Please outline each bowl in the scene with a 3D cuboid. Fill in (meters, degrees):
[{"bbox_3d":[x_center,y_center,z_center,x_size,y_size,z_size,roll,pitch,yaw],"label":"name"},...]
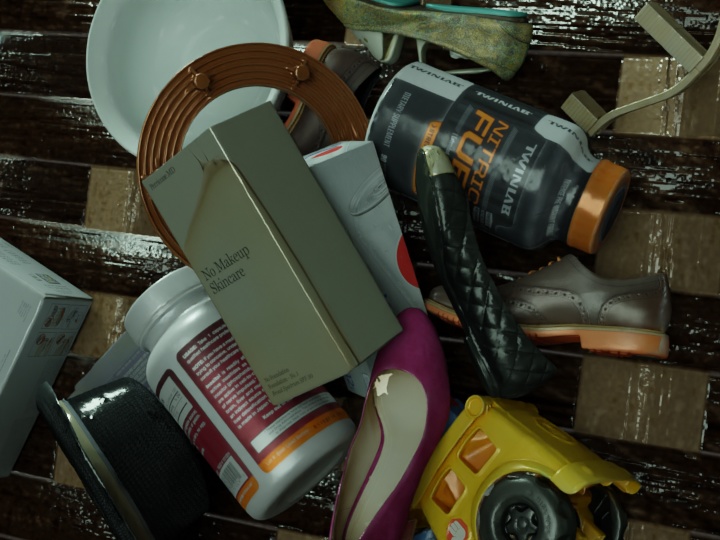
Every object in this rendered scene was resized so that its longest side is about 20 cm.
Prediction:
[{"bbox_3d":[-0.136,-0.186,1.004,0.199,0.090,0.203,-1,87,21],"label":"bowl"}]

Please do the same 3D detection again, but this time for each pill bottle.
[{"bbox_3d":[-0.103,0.095,0.933,0.113,0.113,0.200,-44,74,13],"label":"pill bottle"},{"bbox_3d":[0.110,-0.084,0.897,0.199,0.106,0.107,25,96,20],"label":"pill bottle"}]

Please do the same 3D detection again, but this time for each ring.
[{"bbox_3d":[-0.083,-0.085,0.923,0.199,0.019,0.202,-1,95,-13],"label":"ring"}]

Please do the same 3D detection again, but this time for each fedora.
[{"bbox_3d":[-0.191,0.165,0.958,0.091,0.201,0.201,-32,74,-18],"label":"fedora"}]

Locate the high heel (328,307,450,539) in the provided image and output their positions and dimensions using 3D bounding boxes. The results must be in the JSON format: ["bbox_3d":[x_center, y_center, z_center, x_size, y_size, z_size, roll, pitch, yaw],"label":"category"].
[{"bbox_3d":[0.015,0.122,0.830,0.067,0.096,0.202,10,83,26],"label":"high heel"}]

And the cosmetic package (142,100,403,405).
[{"bbox_3d":[-0.066,-0.011,0.848,0.103,0.073,0.201,-30,93,44],"label":"cosmetic package"}]

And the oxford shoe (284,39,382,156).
[{"bbox_3d":[-0.037,-0.096,0.974,0.072,0.071,0.202,16,93,16],"label":"oxford shoe"}]

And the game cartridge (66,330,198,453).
[{"bbox_3d":[-0.180,0.108,1.038,0.200,0.038,0.130,-45,70,13],"label":"game cartridge"}]

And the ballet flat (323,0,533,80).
[{"bbox_3d":[0.047,-0.201,0.953,0.199,0.071,0.071,16,93,21],"label":"ballet flat"}]

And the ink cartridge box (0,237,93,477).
[{"bbox_3d":[-0.384,0.072,1.088,0.175,0.084,0.201,30,98,19],"label":"ink cartridge box"}]

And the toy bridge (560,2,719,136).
[{"bbox_3d":[0.241,-0.177,0.860,0.067,0.027,0.200,49,123,16],"label":"toy bridge"}]

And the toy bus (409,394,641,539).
[{"bbox_3d":[0.087,0.190,0.888,0.192,0.135,0.201,40,104,31],"label":"toy bus"}]

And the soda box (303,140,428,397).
[{"bbox_3d":[0.000,0.000,0.908,0.068,0.063,0.201,-23,105,-22],"label":"soda box"}]

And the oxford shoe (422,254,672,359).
[{"bbox_3d":[0.148,0.024,0.900,0.198,0.071,0.074,7,85,18],"label":"oxford shoe"}]

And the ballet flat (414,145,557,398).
[{"bbox_3d":[0.088,-0.001,0.851,0.056,0.066,0.201,-21,92,-5],"label":"ballet flat"}]
